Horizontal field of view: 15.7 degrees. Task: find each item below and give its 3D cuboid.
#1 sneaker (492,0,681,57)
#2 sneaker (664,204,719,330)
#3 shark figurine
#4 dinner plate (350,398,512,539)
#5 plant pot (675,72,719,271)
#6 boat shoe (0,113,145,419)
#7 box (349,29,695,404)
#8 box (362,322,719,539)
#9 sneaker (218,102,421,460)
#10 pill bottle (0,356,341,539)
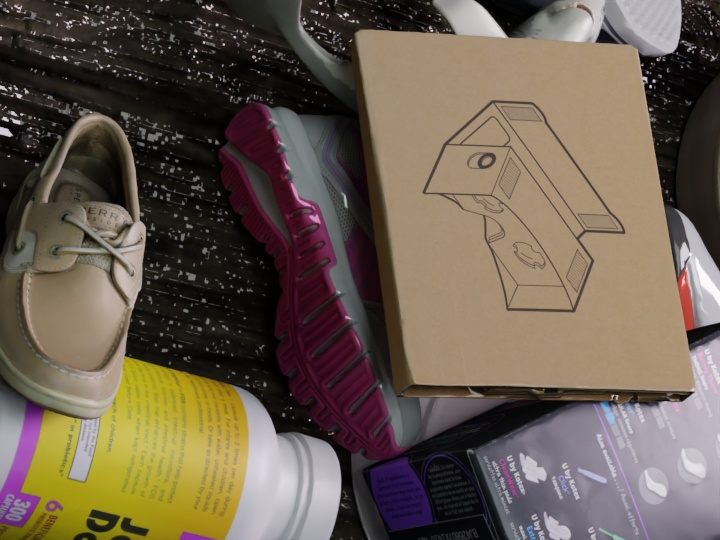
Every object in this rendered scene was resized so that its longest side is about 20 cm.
[{"bbox_3d":[0.112,-0.182,1.493,0.200,0.079,0.079,36,55,-48],"label":"sneaker"},{"bbox_3d":[0.226,0.048,1.513,0.108,0.067,0.202,-17,96,-19],"label":"sneaker"},{"bbox_3d":[0.027,-0.102,1.420,0.214,0.089,0.129,4,81,-19],"label":"shark figurine"},{"bbox_3d":[0.085,0.108,1.457,0.200,0.024,0.201,4,81,-29],"label":"dinner plate"},{"bbox_3d":[0.316,-0.051,1.529,0.200,0.173,0.201,5,81,-30],"label":"plant pot"},{"bbox_3d":[-0.137,-0.006,1.256,0.072,0.065,0.200,22,30,-16],"label":"boat shoe"},{"bbox_3d":[0.082,-0.028,1.346,0.163,0.021,0.201,2,66,-22],"label":"box"},{"bbox_3d":[0.123,0.113,1.393,0.200,0.122,0.106,-23,93,-30],"label":"box"},{"bbox_3d":[0.000,0.000,1.386,0.088,0.081,0.201,-13,84,-34],"label":"sneaker"},{"bbox_3d":[-0.113,0.097,1.296,0.200,0.104,0.105,16,75,-27],"label":"pill bottle"}]
